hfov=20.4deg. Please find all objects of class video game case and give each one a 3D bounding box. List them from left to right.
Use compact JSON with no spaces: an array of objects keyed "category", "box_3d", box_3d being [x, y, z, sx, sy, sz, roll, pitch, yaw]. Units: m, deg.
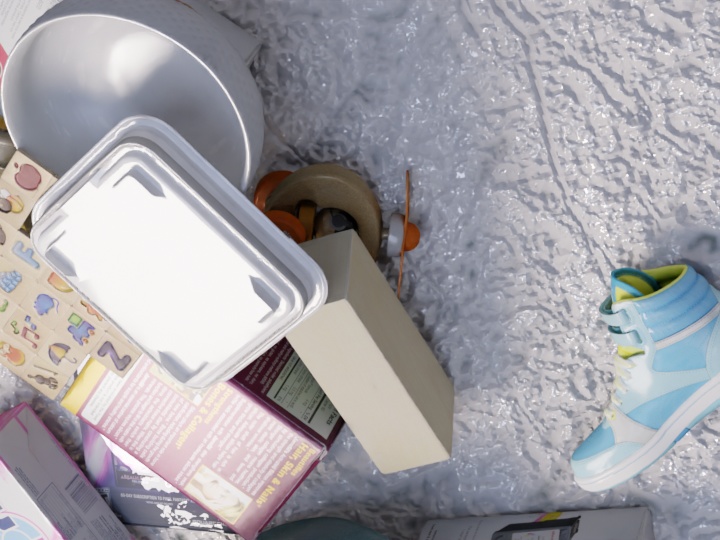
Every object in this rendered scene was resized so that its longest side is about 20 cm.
[{"category":"video game case","box_3d":[-0.176,0.135,1.740,0.142,0.019,0.202,3,116,15]}]

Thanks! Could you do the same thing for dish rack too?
[{"category":"dish rack","box_3d":[-0.141,-0.002,1.468,0.200,0.044,0.171,44,129,-11]}]

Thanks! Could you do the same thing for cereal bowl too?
[{"category":"cereal bowl","box_3d":[-0.157,-0.124,1.467,0.198,0.084,0.201,13,131,16]}]

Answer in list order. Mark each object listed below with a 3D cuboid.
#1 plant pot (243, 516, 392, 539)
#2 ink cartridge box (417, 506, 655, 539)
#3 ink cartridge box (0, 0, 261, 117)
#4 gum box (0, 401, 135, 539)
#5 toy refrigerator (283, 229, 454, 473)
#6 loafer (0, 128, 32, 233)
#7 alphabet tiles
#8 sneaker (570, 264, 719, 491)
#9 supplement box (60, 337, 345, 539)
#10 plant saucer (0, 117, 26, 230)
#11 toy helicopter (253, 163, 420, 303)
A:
[{"category":"plant pot","box_3d":[-0.061,0.318,1.678,0.195,0.200,0.198,-20,115,-23]},{"category":"ink cartridge box","box_3d":[0.152,0.283,1.675,0.198,0.086,0.149,-6,113,18]},{"category":"ink cartridge box","box_3d":[-0.199,-0.163,1.567,0.199,0.084,0.146,33,120,-1]},{"category":"gum box","box_3d":[-0.286,0.227,1.776,0.113,0.066,0.201,-26,105,38]},{"category":"toy refrigerator","box_3d":[0.003,0.067,1.572,0.069,0.076,0.200,-16,133,20]},{"category":"loafer","box_3d":[-0.239,-0.045,1.597,0.200,0.068,0.076,38,165,-33]},{"category":"alphabet tiles","box_3d":[-0.236,0.017,1.551,0.167,0.008,0.200,36,130,-7]},{"category":"sneaker","box_3d":[0.211,0.073,1.564,0.131,0.080,0.200,43,109,-9]},{"category":"supplement box","box_3d":[-0.121,0.101,1.635,0.199,0.103,0.131,37,123,-3]},{"category":"plant saucer","box_3d":[-0.322,-0.035,1.676,0.198,0.048,0.202,1,110,16]},{"category":"toy helicopter","box_3d":[0.000,0.000,1.606,0.131,0.079,0.201,-18,120,14]}]
